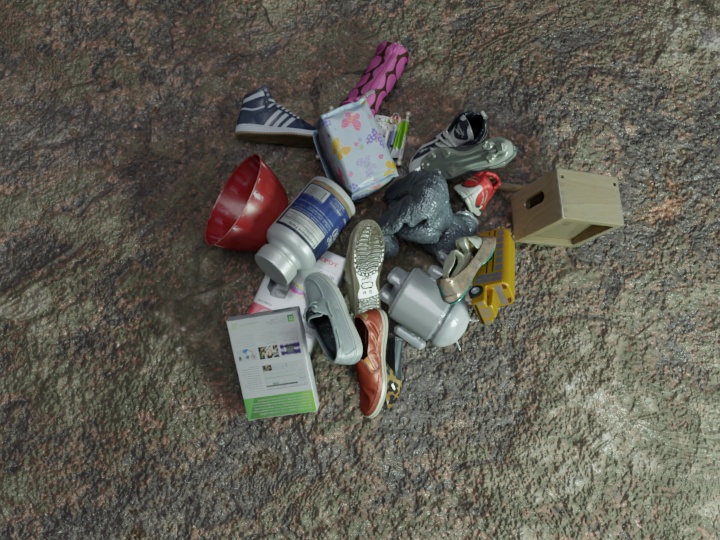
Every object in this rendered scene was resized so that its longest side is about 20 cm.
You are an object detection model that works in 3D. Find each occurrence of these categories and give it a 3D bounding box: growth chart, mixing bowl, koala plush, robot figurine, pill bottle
[{"bbox_3d":[0.006,-0.282,1.714,0.196,0.018,0.148,6,76,-1],"label":"growth chart"},{"bbox_3d":[-0.212,-0.116,1.586,0.108,0.199,0.203,30,73,-27],"label":"mixing bowl"},{"bbox_3d":[0.151,-0.086,1.603,0.199,0.183,0.179,39,52,-20],"label":"koala plush"},{"bbox_3d":[0.132,0.073,1.578,0.198,0.113,0.171,33,113,6],"label":"robot figurine"},{"bbox_3d":[-0.108,-0.072,1.517,0.110,0.111,0.201,37,69,6],"label":"pill bottle"}]

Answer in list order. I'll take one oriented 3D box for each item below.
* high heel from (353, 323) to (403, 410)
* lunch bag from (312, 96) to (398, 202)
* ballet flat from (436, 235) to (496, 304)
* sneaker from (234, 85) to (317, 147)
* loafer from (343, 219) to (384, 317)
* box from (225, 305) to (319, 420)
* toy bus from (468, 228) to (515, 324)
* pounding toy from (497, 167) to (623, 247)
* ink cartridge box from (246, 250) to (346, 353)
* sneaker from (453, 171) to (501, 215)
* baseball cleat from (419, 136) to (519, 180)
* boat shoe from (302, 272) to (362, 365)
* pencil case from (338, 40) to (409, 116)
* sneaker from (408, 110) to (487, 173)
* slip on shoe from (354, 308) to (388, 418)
[{"bbox_3d":[-0.003,0.183,1.539,0.197,0.071,0.145,16,68,-25],"label":"high heel"},{"bbox_3d":[-0.015,-0.227,1.592,0.125,0.200,0.172,-24,92,-5],"label":"lunch bag"},{"bbox_3d":[0.201,-0.023,1.524,0.068,0.067,0.201,54,47,-20],"label":"ballet flat"},{"bbox_3d":[-0.162,-0.325,1.686,0.196,0.070,0.111,5,76,3],"label":"sneaker"},{"bbox_3d":[0.000,0.000,1.553,0.074,0.068,0.204,-2,102,-29],"label":"loafer"},{"bbox_3d":[-0.165,0.177,1.516,0.141,0.036,0.204,-8,100,10],"label":"box"},{"bbox_3d":[0.262,0.010,1.579,0.077,0.066,0.202,-12,40,21],"label":"toy bus"},{"bbox_3d":[0.388,-0.136,1.618,0.181,0.199,0.145,4,73,-25],"label":"pounding toy"},{"bbox_3d":[-0.126,0.050,1.584,0.145,0.086,0.203,22,76,3],"label":"ink cartridge box"},{"bbox_3d":[0.245,-0.161,1.606,0.084,0.200,0.078,-35,90,14],"label":"sneaker"},{"bbox_3d":[0.222,-0.217,1.610,0.197,0.106,0.071,-6,84,32],"label":"baseball cleat"},{"bbox_3d":[-0.066,0.085,1.471,0.071,0.070,0.203,1,49,-43],"label":"boat shoe"},{"bbox_3d":[0.033,-0.399,1.694,0.090,0.094,0.202,24,66,8],"label":"pencil case"},{"bbox_3d":[0.188,-0.268,1.663,0.197,0.130,0.080,-27,77,-10],"label":"sneaker"},{"bbox_3d":[0.011,0.172,1.482,0.060,0.074,0.204,0,94,-34],"label":"slip on shoe"}]
